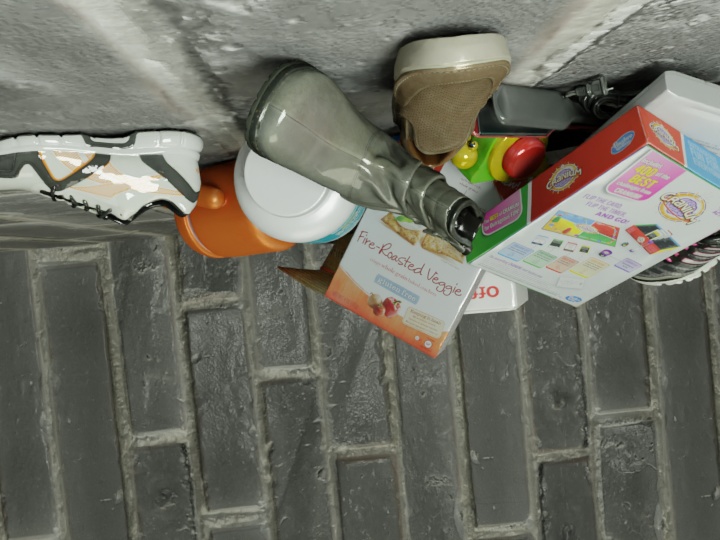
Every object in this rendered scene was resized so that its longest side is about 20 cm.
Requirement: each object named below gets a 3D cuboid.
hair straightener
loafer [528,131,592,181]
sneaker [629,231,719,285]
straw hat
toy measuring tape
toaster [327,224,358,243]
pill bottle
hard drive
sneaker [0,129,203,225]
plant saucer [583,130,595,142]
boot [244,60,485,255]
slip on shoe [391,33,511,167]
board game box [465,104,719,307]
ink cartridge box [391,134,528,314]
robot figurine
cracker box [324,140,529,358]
[{"bbox_3d":[0.191,-0.133,0.646,0.199,0.041,0.077,2,171,-26],"label":"hair straightener"},{"bbox_3d":[0.233,-0.143,0.984,0.199,0.073,0.071,-3,-167,-3],"label":"loafer"},{"bbox_3d":[0.332,-0.044,0.743,0.087,0.074,0.200,15,153,-35],"label":"sneaker"},{"bbox_3d":[0.000,0.000,0.939,0.200,0.085,0.201,26,-179,-1],"label":"straw hat"},{"bbox_3d":[0.170,-0.127,0.717,0.199,0.074,0.073,-12,-176,-27],"label":"toy measuring tape"},{"bbox_3d":[0.030,-0.094,0.991,0.199,0.114,0.129,-1,176,-33],"label":"toaster"},{"bbox_3d":[-0.051,-0.080,0.696,0.110,0.111,0.200,-5,-178,4],"label":"pill bottle"},{"bbox_3d":[0.257,-0.093,0.675,0.131,0.026,0.200,12,155,-16],"label":"hard drive"},{"bbox_3d":[-0.236,-0.078,0.665,0.199,0.080,0.074,-4,-177,-14],"label":"sneaker"},{"bbox_3d":[0.347,-0.154,0.858,0.199,0.051,0.201,-6,-178,0],"label":"plant saucer"},{"bbox_3d":[0.019,-0.068,0.511,0.130,0.068,0.200,31,-175,22],"label":"boot"},{"bbox_3d":[0.056,-0.111,0.522,0.076,0.061,0.200,-6,-179,-6],"label":"slip on shoe"},{"bbox_3d":[0.214,-0.044,0.672,0.153,0.040,0.200,20,142,-31],"label":"board game box"},{"bbox_3d":[0.101,-0.054,0.845,0.145,0.201,0.084,-5,-178,21],"label":"ink cartridge box"},{"bbox_3d":[-0.144,-0.076,0.913,0.199,0.117,0.144,-6,-158,36],"label":"robot figurine"},{"bbox_3d":[0.068,-0.031,0.778,0.134,0.201,0.058,28,-171,13],"label":"cracker box"}]
